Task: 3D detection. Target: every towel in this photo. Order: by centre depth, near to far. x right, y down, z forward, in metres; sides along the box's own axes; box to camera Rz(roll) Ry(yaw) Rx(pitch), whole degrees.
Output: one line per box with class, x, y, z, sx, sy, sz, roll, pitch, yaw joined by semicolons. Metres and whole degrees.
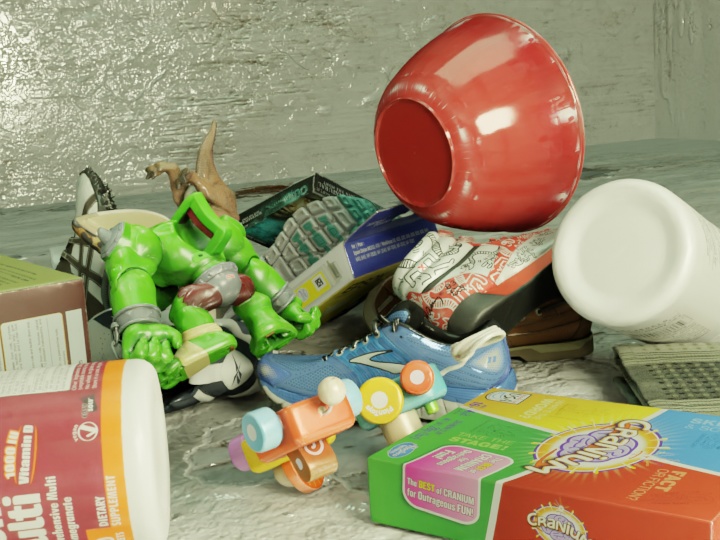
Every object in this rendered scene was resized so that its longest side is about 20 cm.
towel;0.289;0.090;0.750;0.200;0.035;0.193;-1;13;4

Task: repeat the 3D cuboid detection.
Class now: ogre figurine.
ogre figurine;-0.118;0.012;0.799;0.200;0.120;0.098;-19;-19;-37

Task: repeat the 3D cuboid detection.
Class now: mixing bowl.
mixing bowl;0.083;-0.115;0.920;0.108;0.200;0.200;-22;19;-36

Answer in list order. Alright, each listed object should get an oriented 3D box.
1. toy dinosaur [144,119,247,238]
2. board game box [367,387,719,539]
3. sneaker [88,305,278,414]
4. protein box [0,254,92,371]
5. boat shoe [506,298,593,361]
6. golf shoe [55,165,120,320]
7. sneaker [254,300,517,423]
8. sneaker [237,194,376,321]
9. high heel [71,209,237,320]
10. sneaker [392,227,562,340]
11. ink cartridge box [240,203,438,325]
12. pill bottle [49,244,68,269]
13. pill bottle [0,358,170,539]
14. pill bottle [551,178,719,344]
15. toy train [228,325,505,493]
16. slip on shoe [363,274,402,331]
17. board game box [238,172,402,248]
toy dinosaur;-0.153;-0.046;1.095;0.086;0.200;0.135;-15;-25;42
board game box;0.128;0.117;0.606;0.200;0.040;0.153;3;12;36
sneaker;-0.182;0.072;0.873;0.199;0.080;0.130;12;8;26
protein box;-0.326;0.075;0.761;0.200;0.135;0.198;-11;13;-37
boat shoe;0.107;0.045;0.940;0.200;0.068;0.072;-6;12;-6
golf shoe;-0.284;-0.011;1.085;0.094;0.200;0.078;-15;-19;0
sneaker;0.018;0.065;0.804;0.200;0.089;0.079;-2;9;8
sneaker;-0.055;-0.015;1.151;0.200;0.078;0.091;-34;-13;23
high heel;-0.198;0.019;0.978;0.200;0.071;0.143;21;-47;-33
sneaker;0.121;-0.012;0.893;0.201;0.067;0.108;-30;49;-30
ink cartridge box;0.000;0.000;1.044;0.200;0.047;0.198;-34;-8;30
pill bottle;-0.242;0.004;1.187;0.200;0.113;0.113;-8;11;-16
pill bottle;-0.211;0.111;0.582;0.200;0.110;0.110;-5;10;-6
pill bottle;0.247;0.004;0.859;0.114;0.115;0.200;3;-10;36
toy train;0.003;0.095;0.644;0.200;0.056;0.150;-14;-14;-40
slip on shoe;0.052;0.035;1.064;0.061;0.076;0.200;-44;-3;31
board game box;-0.025;-0.041;1.209;0.200;0.028;0.135;23;-34;-38
